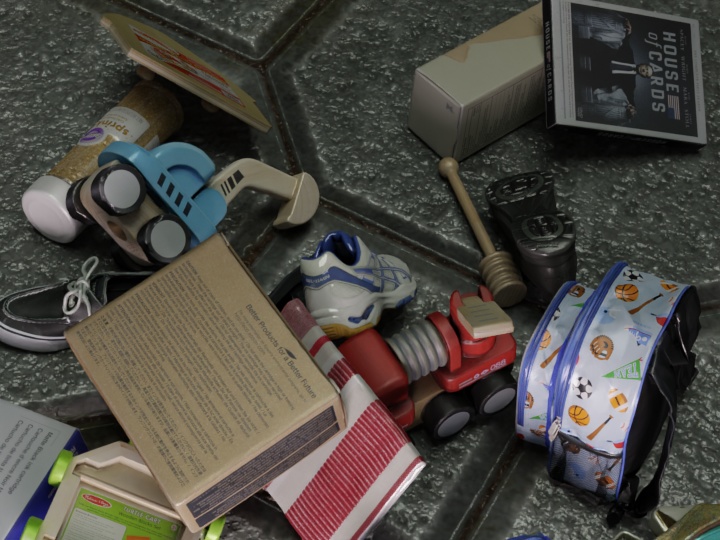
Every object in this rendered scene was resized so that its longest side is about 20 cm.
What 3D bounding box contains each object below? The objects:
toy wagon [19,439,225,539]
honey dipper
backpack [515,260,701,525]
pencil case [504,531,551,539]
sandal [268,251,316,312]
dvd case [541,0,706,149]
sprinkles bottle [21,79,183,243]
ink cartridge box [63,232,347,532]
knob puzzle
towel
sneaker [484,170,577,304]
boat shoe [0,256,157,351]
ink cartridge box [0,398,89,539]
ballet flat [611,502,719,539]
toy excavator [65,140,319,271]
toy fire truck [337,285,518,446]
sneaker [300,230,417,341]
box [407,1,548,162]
[{"bbox_3d":[-0.195,0.206,1.227,0.155,0.040,0.201,23,50,-6],"label":"toy wagon"},{"bbox_3d":[0.120,-0.048,1.490,0.038,0.038,0.201,-10,51,-14],"label":"honey dipper"},{"bbox_3d":[0.228,0.087,1.289,0.153,0.191,0.200,20,52,11],"label":"backpack"},{"bbox_3d":[0.078,0.273,1.188,0.199,0.087,0.078,-11,27,-16],"label":"pencil case"},{"bbox_3d":[-0.064,0.036,1.381,0.048,0.075,0.200,43,57,6],"label":"sandal"},{"bbox_3d":[0.292,-0.218,1.582,0.199,0.025,0.151,4,77,-24],"label":"dvd case"},{"bbox_3d":[-0.264,-0.115,1.485,0.068,0.068,0.200,26,52,15],"label":"sprinkles bottle"},{"bbox_3d":[-0.131,0.093,1.221,0.164,0.075,0.200,-32,61,-12],"label":"ink cartridge box"},{"bbox_3d":[-0.200,-0.215,1.543,0.219,0.031,0.220,32,12,-7],"label":"knob puzzle"},{"bbox_3d":[-0.039,0.143,1.256,0.023,0.144,0.200,4,38,-52],"label":"towel"},{"bbox_3d":[0.175,-0.035,1.465,0.076,0.091,0.200,-12,29,4],"label":"sneaker"},{"bbox_3d":[-0.253,0.031,1.363,0.198,0.068,0.074,2,50,-5],"label":"boat shoe"},{"bbox_3d":[-0.327,0.203,1.230,0.199,0.041,0.200,19,51,9],"label":"ink cartridge box"},{"bbox_3d":[0.259,0.243,1.245,0.199,0.071,0.071,-29,59,-24],"label":"ballet flat"},{"bbox_3d":[-0.157,-0.076,1.421,0.195,0.100,0.200,49,65,-16],"label":"toy excavator"},{"bbox_3d":[0.061,0.077,1.263,0.175,0.200,0.129,-25,56,-15],"label":"toy fire truck"},{"bbox_3d":[0.000,0.000,1.355,0.075,0.089,0.200,-12,9,18],"label":"sneaker"},{"bbox_3d":[0.153,-0.209,1.592,0.200,0.095,0.078,-30,59,-29],"label":"box"}]
